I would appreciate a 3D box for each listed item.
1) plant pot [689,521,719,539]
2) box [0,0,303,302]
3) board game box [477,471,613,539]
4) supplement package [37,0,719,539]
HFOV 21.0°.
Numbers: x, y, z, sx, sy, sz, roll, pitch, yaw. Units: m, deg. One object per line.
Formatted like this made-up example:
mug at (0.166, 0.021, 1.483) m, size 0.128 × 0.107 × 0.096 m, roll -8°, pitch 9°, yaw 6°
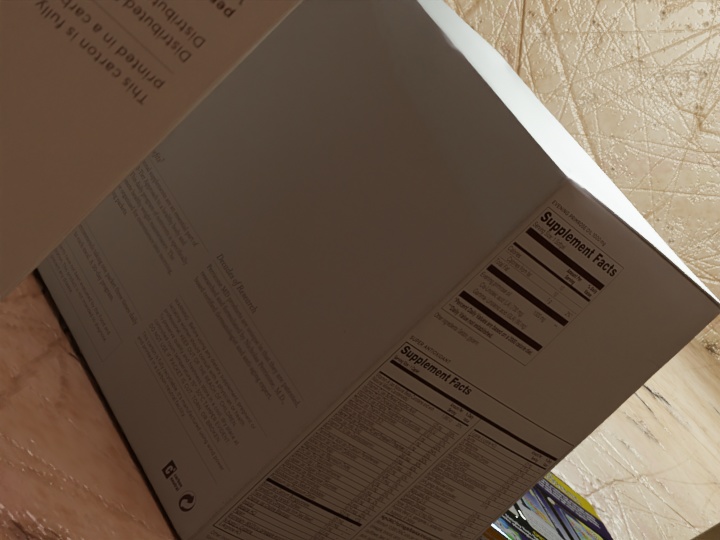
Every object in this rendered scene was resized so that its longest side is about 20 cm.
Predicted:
plant pot at (0.287, 0.222, 1.168) m, size 0.177 × 0.200 × 0.200 m, roll 59°, pitch 12°, yaw 8°
box at (-0.152, -0.103, 0.600) m, size 0.199 × 0.200 × 0.131 m, roll 42°, pitch 12°, yaw -21°
board game box at (0.065, 0.132, 0.969) m, size 0.200 × 0.057 × 0.165 m, roll 40°, pitch 10°, yaw -30°
supplement package at (0.000, 0.000, 0.811) m, size 0.147 × 0.200 × 0.191 m, roll 33°, pitch 17°, yaw -50°
